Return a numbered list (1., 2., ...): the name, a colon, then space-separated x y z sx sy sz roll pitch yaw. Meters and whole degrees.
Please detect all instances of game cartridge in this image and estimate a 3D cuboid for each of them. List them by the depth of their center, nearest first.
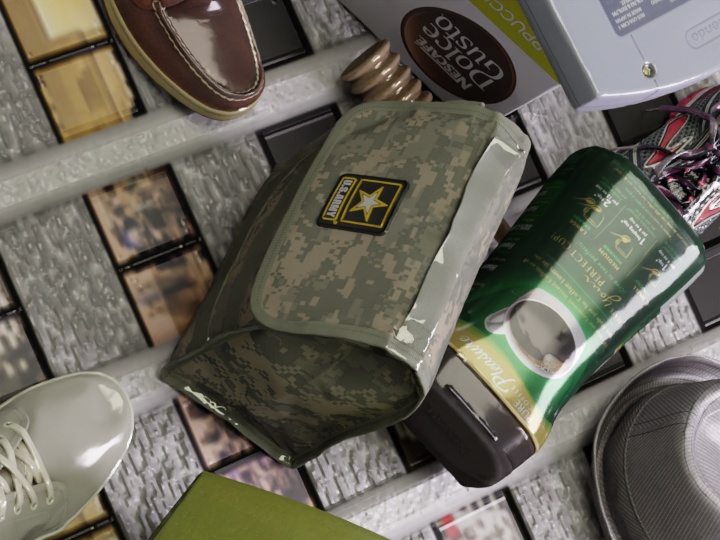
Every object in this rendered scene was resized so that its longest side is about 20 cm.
1. game cartridge: 0.168 -0.170 1.588 0.199 0.041 0.134 -29 97 -34

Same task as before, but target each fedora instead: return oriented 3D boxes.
1. fedora: 0.238 0.134 1.730 0.200 0.090 0.177 40 58 -15

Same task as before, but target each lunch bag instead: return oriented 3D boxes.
1. lunch bag: 0.000 0.000 1.565 0.117 0.200 0.165 36 60 -17

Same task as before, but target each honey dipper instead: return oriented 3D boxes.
1. honey dipper: 0.063 -0.051 1.723 0.200 0.038 0.038 51 56 -12

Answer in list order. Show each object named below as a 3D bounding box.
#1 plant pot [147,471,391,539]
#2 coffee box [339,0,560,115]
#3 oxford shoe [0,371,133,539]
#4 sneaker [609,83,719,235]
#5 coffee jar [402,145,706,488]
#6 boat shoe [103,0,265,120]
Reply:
1. plant pot: -0.033 0.204 1.506 0.200 0.187 0.187 37 58 -2
2. coffee box: 0.095 -0.240 1.703 0.200 0.198 0.200 43 59 -13
3. oxford shoe: -0.190 0.114 1.498 0.200 0.058 0.075 -33 90 -36
4. sneaker: 0.202 -0.064 1.785 0.081 0.075 0.200 50 57 -9
5. coffee jar: 0.102 0.029 1.662 0.200 0.085 0.104 -45 99 -17
6. boat shoe: -0.110 -0.182 1.634 0.072 0.072 0.201 -27 89 -35
